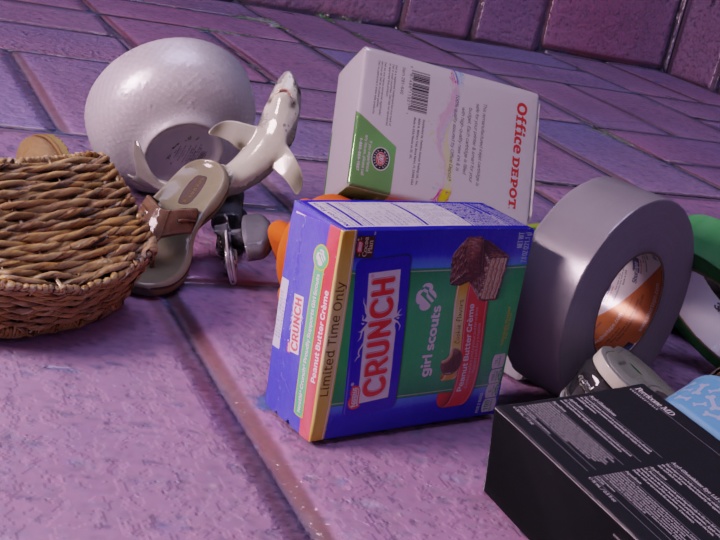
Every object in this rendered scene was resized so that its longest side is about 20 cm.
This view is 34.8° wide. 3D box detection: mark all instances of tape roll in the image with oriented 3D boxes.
[{"bbox_3d":[0.368,0.037,1.128,0.048,0.201,0.200,-39,37,-10],"label":"tape roll"},{"bbox_3d":[0.217,0.021,1.035,0.199,0.203,0.066,-7,27,-44],"label":"tape roll"}]

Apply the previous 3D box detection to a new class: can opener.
[{"bbox_3d":[-0.122,-0.043,1.210,0.066,0.054,0.200,-8,20,-1],"label":"can opener"}]

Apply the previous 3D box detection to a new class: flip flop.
[{"bbox_3d":[-0.186,-0.052,1.125,0.080,0.058,0.201,17,47,12],"label":"flip flop"}]

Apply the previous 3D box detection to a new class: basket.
[{"bbox_3d":[-0.290,0.001,0.976,0.199,0.149,0.144,-12,64,-51],"label":"basket"}]

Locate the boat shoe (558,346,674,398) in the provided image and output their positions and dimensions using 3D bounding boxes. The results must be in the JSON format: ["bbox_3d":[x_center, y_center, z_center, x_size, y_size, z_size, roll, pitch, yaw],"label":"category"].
[{"bbox_3d":[0.225,0.110,0.994,0.072,0.068,0.199,47,17,26],"label":"boat shoe"}]

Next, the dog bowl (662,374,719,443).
[{"bbox_3d":[0.279,0.158,0.842,0.049,0.113,0.200,-11,27,-22],"label":"dog bowl"}]

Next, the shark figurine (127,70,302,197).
[{"bbox_3d":[-0.142,-0.110,1.252,0.213,0.129,0.090,-26,-6,-2],"label":"shark figurine"}]

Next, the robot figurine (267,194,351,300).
[{"bbox_3d":[-0.001,0.001,1.085,0.199,0.118,0.143,26,17,37],"label":"robot figurine"}]

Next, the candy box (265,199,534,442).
[{"bbox_3d":[0.032,0.035,0.924,0.198,0.171,0.077,-2,20,-36],"label":"candy box"}]

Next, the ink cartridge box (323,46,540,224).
[{"bbox_3d":[0.074,-0.124,1.169,0.197,0.147,0.084,12,-14,-18],"label":"ink cartridge box"}]

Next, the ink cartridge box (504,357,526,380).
[{"bbox_3d":[0.177,0.031,1.163,0.199,0.084,0.146,-6,27,-46],"label":"ink cartridge box"}]

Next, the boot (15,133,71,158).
[{"bbox_3d":[-0.392,-0.096,1.180,0.198,0.067,0.175,-4,25,-37],"label":"boot"}]

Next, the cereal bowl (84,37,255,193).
[{"bbox_3d":[-0.210,-0.160,1.308,0.198,0.201,0.084,2,44,-28],"label":"cereal bowl"}]

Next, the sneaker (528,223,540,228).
[{"bbox_3d":[0.229,0.000,1.287,0.198,0.074,0.084,5,54,34],"label":"sneaker"}]

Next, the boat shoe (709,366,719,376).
[{"bbox_3d":[0.331,0.125,1.010,0.072,0.073,0.199,23,20,29],"label":"boat shoe"}]

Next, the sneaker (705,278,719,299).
[{"bbox_3d":[0.354,0.006,1.302,0.198,0.115,0.075,22,20,24],"label":"sneaker"}]

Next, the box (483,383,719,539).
[{"bbox_3d":[0.196,0.164,0.791,0.139,0.080,0.200,-7,26,-24],"label":"box"}]
